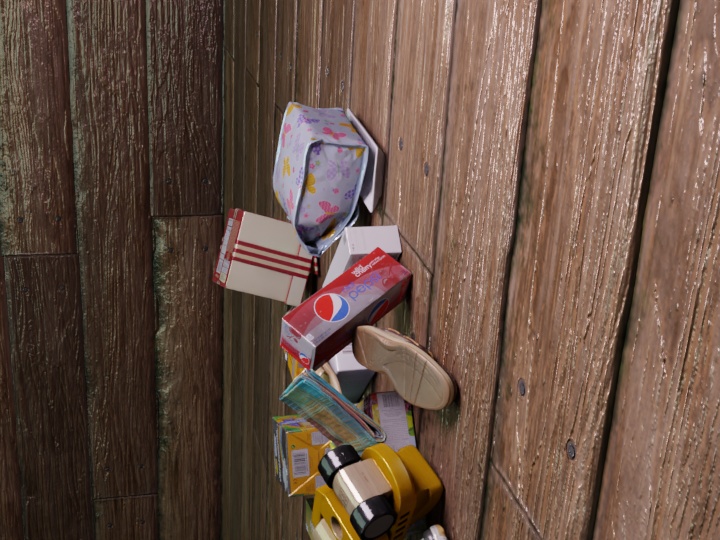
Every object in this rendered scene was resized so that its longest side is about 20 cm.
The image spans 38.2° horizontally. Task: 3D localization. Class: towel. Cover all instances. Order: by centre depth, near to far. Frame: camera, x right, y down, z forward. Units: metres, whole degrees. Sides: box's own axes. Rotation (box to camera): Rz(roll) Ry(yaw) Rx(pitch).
[{"bbox_3d":[-0.043,0.207,1.480,0.022,0.146,0.200,-51,1,-21],"label":"towel"}]

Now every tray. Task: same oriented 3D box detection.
[{"bbox_3d":[0.006,-0.180,1.669,0.200,0.022,0.108,-118,28,-60],"label":"tray"}]

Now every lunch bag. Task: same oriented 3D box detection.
[{"bbox_3d":[-0.069,-0.147,1.685,0.170,0.126,0.202,-120,40,-57],"label":"lunch bag"}]

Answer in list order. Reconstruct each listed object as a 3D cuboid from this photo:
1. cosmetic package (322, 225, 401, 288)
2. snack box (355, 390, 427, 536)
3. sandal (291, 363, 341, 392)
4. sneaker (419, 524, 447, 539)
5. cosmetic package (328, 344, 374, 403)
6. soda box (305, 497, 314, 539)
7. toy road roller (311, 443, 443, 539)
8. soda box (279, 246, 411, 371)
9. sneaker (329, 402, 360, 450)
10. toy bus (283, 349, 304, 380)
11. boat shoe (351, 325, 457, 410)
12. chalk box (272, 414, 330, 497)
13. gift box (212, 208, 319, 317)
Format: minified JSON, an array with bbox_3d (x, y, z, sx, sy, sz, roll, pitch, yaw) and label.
[{"bbox_3d":[0.000,0.000,1.606,0.200,0.082,0.051,113,149,-61],"label":"cosmetic package"},{"bbox_3d":[0.034,0.295,1.547,0.169,0.067,0.202,125,139,-66],"label":"snack box"},{"bbox_3d":[-0.080,0.176,1.684,0.213,0.069,0.078,-107,20,-44],"label":"sandal"},{"bbox_3d":[0.069,0.422,1.389,0.076,0.087,0.202,-109,23,-53],"label":"sneaker"},{"bbox_3d":[-0.032,0.160,1.776,0.200,0.070,0.102,116,148,-61],"label":"cosmetic package"},{"bbox_3d":[-0.050,0.484,1.913,0.200,0.067,0.065,-141,50,-72],"label":"soda box"},{"bbox_3d":[0.025,0.319,1.397,0.123,0.145,0.201,52,144,37],"label":"toy road roller"},{"bbox_3d":[-0.020,0.053,1.456,0.070,0.199,0.064,38,144,23],"label":"soda box"},{"bbox_3d":[-0.023,0.255,1.751,0.201,0.075,0.106,104,159,-51],"label":"sneaker"},{"bbox_3d":[-0.112,0.174,2.118,0.200,0.064,0.079,-116,29,-59],"label":"toy bus"},{"bbox_3d":[0.070,0.122,1.378,0.199,0.071,0.073,25,114,50],"label":"boat shoe"},{"bbox_3d":[-0.096,0.339,1.966,0.200,0.123,0.126,-169,76,-77],"label":"chalk box"},{"bbox_3d":[-0.191,-0.014,2.141,0.184,0.185,0.202,-149,73,-71],"label":"gift box"}]
